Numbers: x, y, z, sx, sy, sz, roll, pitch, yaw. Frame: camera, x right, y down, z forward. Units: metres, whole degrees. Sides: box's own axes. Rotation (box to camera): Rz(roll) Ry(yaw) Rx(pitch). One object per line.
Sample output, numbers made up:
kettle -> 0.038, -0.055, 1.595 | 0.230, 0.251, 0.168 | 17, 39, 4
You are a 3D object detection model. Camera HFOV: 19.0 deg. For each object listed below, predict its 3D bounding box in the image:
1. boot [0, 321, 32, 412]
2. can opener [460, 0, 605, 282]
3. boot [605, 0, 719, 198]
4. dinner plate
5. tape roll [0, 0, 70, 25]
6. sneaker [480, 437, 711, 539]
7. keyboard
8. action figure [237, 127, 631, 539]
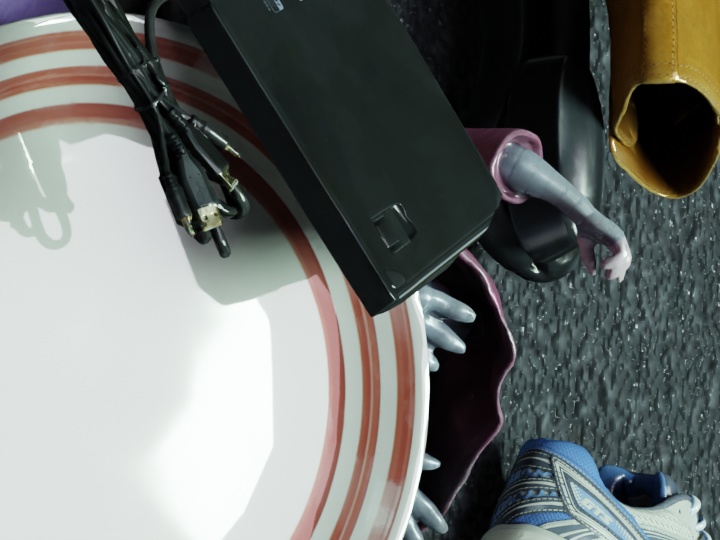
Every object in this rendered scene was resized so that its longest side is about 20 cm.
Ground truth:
boot -> -0.086, 0.014, 0.659 | 0.200, 0.075, 0.108 | -53, 144, -42
can opener -> 0.071, -0.093, 0.847 | 0.063, 0.078, 0.202 | 21, 62, -43
boot -> 0.124, -0.096, 0.860 | 0.201, 0.070, 0.145 | 45, 45, -69
dinner plate -> -0.068, 0.034, 0.566 | 0.199, 0.024, 0.202 | 1, 88, -32
tape roll -> -0.160, -0.129, 0.554 | 0.199, 0.085, 0.202 | 4, 85, -49
sneaker -> 0.123, 0.127, 0.890 | 0.200, 0.077, 0.086 | 36, 58, -44
keyboard -> -0.042, -0.076, 0.564 | 0.201, 0.021, 0.127 | 58, 37, -3
action figure -> 0.000, 0.000, 0.726 | 0.148, 0.134, 0.200 | 35, 25, -19
